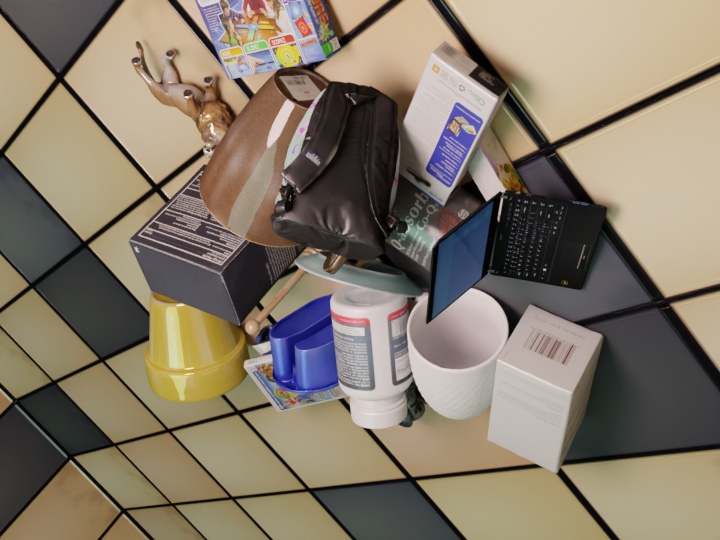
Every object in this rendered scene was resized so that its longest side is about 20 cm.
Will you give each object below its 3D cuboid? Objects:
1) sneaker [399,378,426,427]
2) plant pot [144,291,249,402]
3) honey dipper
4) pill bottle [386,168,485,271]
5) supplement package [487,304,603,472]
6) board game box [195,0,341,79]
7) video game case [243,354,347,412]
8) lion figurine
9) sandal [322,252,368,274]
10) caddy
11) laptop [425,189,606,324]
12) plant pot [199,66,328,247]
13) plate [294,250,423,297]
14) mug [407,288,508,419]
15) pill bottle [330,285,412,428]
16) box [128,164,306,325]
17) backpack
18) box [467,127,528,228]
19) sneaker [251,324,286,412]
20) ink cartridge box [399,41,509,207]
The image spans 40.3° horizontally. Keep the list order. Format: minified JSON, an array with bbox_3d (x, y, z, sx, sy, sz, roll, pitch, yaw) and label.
[{"bbox_3d":[0.080,0.201,1.659,0.114,0.076,0.199,47,152,-11],"label":"sneaker"},{"bbox_3d":[-0.318,0.116,1.859,0.198,0.200,0.192,14,123,33],"label":"plant pot"},{"bbox_3d":[-0.118,0.030,1.541,0.038,0.200,0.038,26,145,20],"label":"honey dipper"},{"bbox_3d":[0.071,-0.082,1.306,0.198,0.116,0.116,34,146,10],"label":"pill bottle"},{"bbox_3d":[0.262,0.171,1.405,0.115,0.118,0.202,22,142,21],"label":"supplement package"},{"bbox_3d":[-0.127,-0.330,1.275,0.198,0.034,0.137,1,121,44],"label":"board game box"},{"bbox_3d":[-0.091,0.189,1.760,0.197,0.018,0.144,-15,133,18],"label":"video game case"},{"bbox_3d":[-0.265,-0.260,1.491,0.200,0.072,0.123,42,162,23],"label":"lion figurine"},{"bbox_3d":[-0.004,-0.035,1.387,0.054,0.200,0.082,34,102,1],"label":"sandal"},{"bbox_3d":[-0.057,0.127,1.605,0.140,0.199,0.107,20,129,42],"label":"caddy"},{"bbox_3d":[0.190,-0.004,1.223,0.196,0.105,0.178,10,147,7],"label":"laptop"},{"bbox_3d":[-0.108,-0.171,1.350,0.186,0.187,0.201,34,129,8],"label":"plant pot"},{"bbox_3d":[0.000,0.000,1.451,0.198,0.199,0.026,19,99,28],"label":"plate"},{"bbox_3d":[0.134,0.119,1.469,0.201,0.146,0.177,55,164,37],"label":"mug"},{"bbox_3d":[0.020,0.131,1.501,0.118,0.119,0.204,10,113,37],"label":"pill bottle"},{"bbox_3d":[-0.224,-0.044,1.564,0.198,0.199,0.124,18,141,30],"label":"box"},{"bbox_3d":[-0.027,-0.126,1.194,0.165,0.203,0.126,17,161,-21],"label":"backpack"},{"bbox_3d":[0.156,-0.139,1.227,0.041,0.039,0.201,-11,121,48],"label":"box"},{"bbox_3d":[-0.145,0.162,1.839,0.114,0.080,0.201,33,139,18],"label":"sneaker"},{"bbox_3d":[0.100,-0.170,1.179,0.094,0.037,0.201,37,142,10],"label":"ink cartridge box"}]
